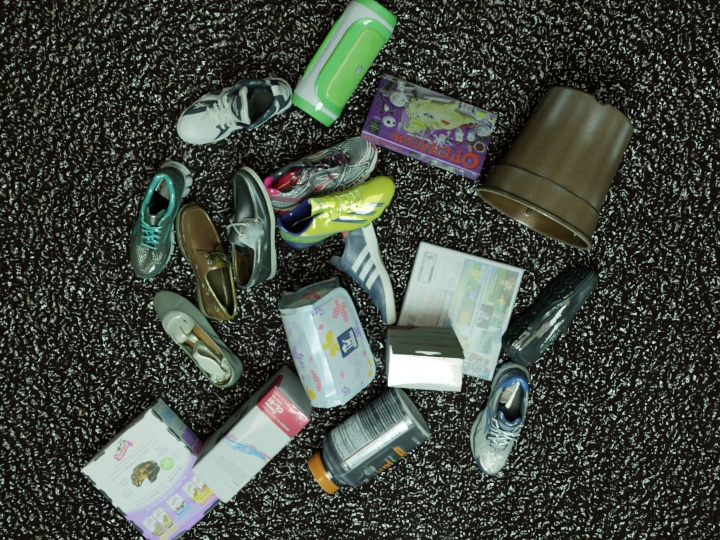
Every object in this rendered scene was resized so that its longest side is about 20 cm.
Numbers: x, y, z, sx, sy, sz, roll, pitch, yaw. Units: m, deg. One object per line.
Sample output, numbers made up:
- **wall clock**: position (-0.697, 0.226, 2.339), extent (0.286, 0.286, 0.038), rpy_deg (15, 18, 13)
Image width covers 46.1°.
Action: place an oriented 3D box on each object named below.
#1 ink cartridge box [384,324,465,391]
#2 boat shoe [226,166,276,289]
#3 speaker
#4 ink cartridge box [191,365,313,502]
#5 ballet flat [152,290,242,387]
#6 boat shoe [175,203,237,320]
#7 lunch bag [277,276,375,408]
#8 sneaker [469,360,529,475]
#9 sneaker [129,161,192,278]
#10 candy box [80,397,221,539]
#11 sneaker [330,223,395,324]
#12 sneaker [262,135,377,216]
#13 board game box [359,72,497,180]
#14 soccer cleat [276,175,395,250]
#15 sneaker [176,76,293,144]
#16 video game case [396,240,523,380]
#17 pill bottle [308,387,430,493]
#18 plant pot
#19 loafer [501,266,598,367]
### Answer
- **ink cartridge box**: position (0.098, 0.140, 1.333), extent (0.116, 0.200, 0.068), rpy_deg (3, 98, 0)
- **boat shoe**: position (-0.181, -0.066, 1.362), extent (0.072, 0.068, 0.201), rpy_deg (21, 124, 40)
- **speaker**: position (-0.027, -0.333, 1.345), extent (0.088, 0.088, 0.200), rpy_deg (33, 97, -4)
- **ink cartridge box**: position (-0.173, 0.266, 1.402), extent (0.200, 0.148, 0.086), rpy_deg (-43, 96, 5)
- **ballet flat**: position (-0.277, 0.115, 1.420), extent (0.067, 0.064, 0.200), rpy_deg (-41, 96, 19)
- **boat shoe**: position (-0.242, -0.015, 1.390), extent (0.072, 0.068, 0.201), rpy_deg (-27, 109, -34)
- **lunch bag**: position (-0.054, 0.113, 1.353), extent (0.127, 0.200, 0.170), rpy_deg (-18, 97, 3)
- **sneaker**: position (0.237, 0.256, 1.429), extent (0.077, 0.085, 0.201), rpy_deg (12, 99, -1)
- **sneaker**: position (-0.338, -0.081, 1.381), extent (0.077, 0.091, 0.201), rpy_deg (16, 98, -1)
- **candy box**: position (-0.344, 0.350, 1.454), extent (0.168, 0.072, 0.200), rpy_deg (-41, 97, 6)
- **sneaker**: position (0.000, 0.000, 1.402), extent (0.084, 0.075, 0.201), rpy_deg (-18, 88, 1)
- **sneaker**: position (-0.063, -0.156, 1.363), extent (0.200, 0.075, 0.081), rpy_deg (-30, 65, 3)
- **board game box**: position (0.111, -0.232, 1.361), extent (0.199, 0.032, 0.120), rpy_deg (19, 72, -3)
- **soccer cleat**: position (-0.039, -0.097, 1.338), extent (0.200, 0.084, 0.065), rpy_deg (-27, 53, 11)
- **sneaker**: position (-0.205, -0.254, 1.335), extent (0.199, 0.130, 0.080), rpy_deg (-13, 97, 2)
- **video game case**: position (0.162, 0.069, 1.435), extent (0.182, 0.022, 0.201), rpy_deg (15, 97, -2)
- **pill bottle**: position (0.010, 0.292, 1.426), extent (0.200, 0.106, 0.106), rpy_deg (-36, 97, 6)
- **plant pot**: position (0.314, -0.165, 1.321), extent (0.200, 0.200, 0.199), rpy_deg (28, 91, -4)
- **loafer**: position (0.323, 0.077, 1.417), extent (0.201, 0.068, 0.070), rpy_deg (-46, 114, 4)
